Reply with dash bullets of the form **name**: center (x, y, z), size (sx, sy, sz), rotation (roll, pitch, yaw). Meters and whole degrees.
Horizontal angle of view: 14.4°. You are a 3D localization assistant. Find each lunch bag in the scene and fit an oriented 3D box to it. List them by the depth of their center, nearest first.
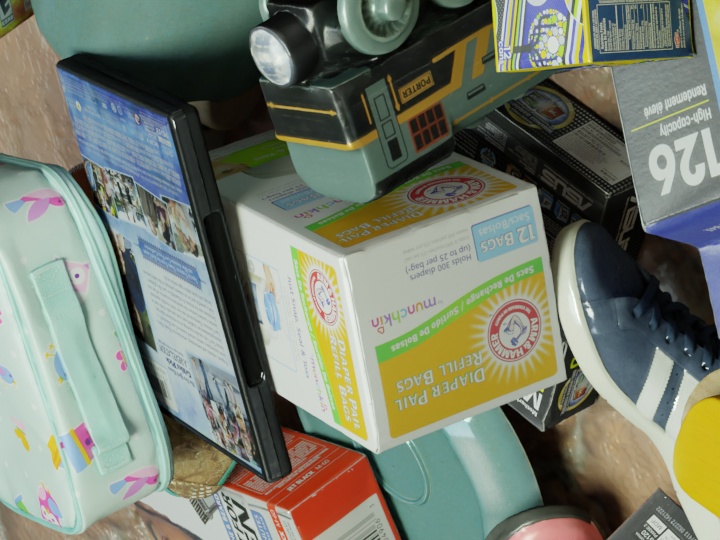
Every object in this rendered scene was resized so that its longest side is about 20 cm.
- **lunch bag**: center (-0.172, 0.040, 1.525), size (0.160, 0.077, 0.201), rotation (8, 120, 57)

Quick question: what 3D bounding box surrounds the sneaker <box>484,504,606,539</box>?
- **sneaker**: center (0.106, 0.210, 1.513), size (0.087, 0.073, 0.201), rotation (-110, 15, -49)

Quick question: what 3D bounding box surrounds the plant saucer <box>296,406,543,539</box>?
- **plant saucer**: center (0.023, 0.096, 1.564), size (0.200, 0.027, 0.201), rotation (39, 149, 29)

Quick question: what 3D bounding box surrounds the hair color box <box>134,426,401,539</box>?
- **hair color box**: center (-0.056, 0.148, 1.657), size (0.200, 0.064, 0.111), rotation (15, 133, 55)

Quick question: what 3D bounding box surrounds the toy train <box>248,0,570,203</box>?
- **toy train**: center (0.034, -0.116, 1.332), size (0.085, 0.200, 0.114), rotation (11, 126, 47)

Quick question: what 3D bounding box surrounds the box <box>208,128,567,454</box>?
- **box**: center (0.000, 0.000, 1.397), size (0.200, 0.112, 0.102), rotation (28, 133, 59)

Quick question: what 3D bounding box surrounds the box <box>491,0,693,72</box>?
- **box**: center (0.098, -0.191, 1.276), size (0.070, 0.064, 0.201), rotation (-1, 94, 54)

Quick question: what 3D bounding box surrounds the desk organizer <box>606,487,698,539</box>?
- **desk organizer**: center (0.198, 0.207, 1.410), size (0.200, 0.072, 0.077), rotation (43, 173, 31)

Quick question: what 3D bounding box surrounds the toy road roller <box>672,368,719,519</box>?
- **toy road roller**: center (0.245, 0.065, 1.203), size (0.200, 0.123, 0.147), rotation (32, 117, 35)

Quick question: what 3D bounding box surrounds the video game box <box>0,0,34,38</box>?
- **video game box**: center (-0.195, -0.234, 1.534), size (0.047, 0.200, 0.183), rotation (-8, 108, 20)

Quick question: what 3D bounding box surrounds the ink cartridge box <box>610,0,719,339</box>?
- **ink cartridge box**: center (0.190, -0.085, 1.253), size (0.197, 0.047, 0.201), rotation (-21, 76, 51)

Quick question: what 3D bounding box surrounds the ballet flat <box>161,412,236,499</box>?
- **ballet flat**: center (-0.119, 0.030, 1.592), size (0.065, 0.070, 0.201), rotation (-37, 82, 38)

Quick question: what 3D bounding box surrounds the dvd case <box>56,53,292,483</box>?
- **dvd case**: center (-0.094, -0.002, 1.430), size (0.143, 0.017, 0.201), rotation (26, 135, 57)

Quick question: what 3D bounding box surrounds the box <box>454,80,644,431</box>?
- **box**: center (0.054, -0.038, 1.475), size (0.200, 0.044, 0.161), rotation (39, 136, 29)

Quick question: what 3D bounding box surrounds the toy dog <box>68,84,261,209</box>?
- **toy dog**: center (-0.116, -0.056, 1.618), size (0.132, 0.096, 0.201), rotation (6, 115, 47)

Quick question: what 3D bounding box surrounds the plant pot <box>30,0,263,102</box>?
- **plant pot**: center (-0.082, -0.197, 1.437), size (0.200, 0.200, 0.196), rotation (50, 149, 17)

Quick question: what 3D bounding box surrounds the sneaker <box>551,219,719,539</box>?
- **sneaker**: center (0.170, 0.051, 1.364), size (0.084, 0.075, 0.200), rotation (-26, 108, 34)
